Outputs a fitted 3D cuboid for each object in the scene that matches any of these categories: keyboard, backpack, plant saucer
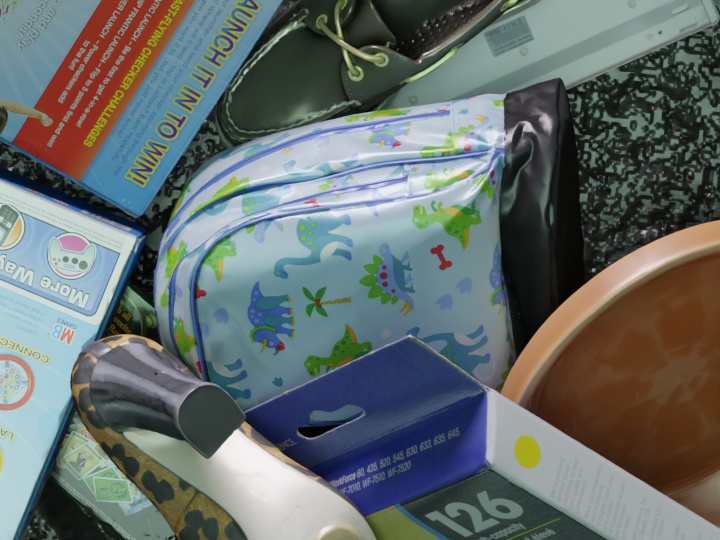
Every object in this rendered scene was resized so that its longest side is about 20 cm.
[{"bbox_3d":[0.077,-0.110,1.225,0.200,0.011,0.056,-24,88,3],"label":"keyboard"},{"bbox_3d":[0.000,0.000,1.175,0.200,0.154,0.163,4,122,13],"label":"backpack"},{"bbox_3d":[0.154,0.055,1.168,0.200,0.032,0.201,-15,133,-17],"label":"plant saucer"}]

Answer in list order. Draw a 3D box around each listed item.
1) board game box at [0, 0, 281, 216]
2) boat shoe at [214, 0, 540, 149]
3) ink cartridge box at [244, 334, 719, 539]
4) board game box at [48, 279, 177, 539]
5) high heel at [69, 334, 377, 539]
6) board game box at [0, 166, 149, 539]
[{"bbox_3d":[-0.136,-0.159,1.151,0.196,0.056,0.200,30,106,-18],"label":"board game box"},{"bbox_3d":[0.012,-0.122,1.193,0.202,0.060,0.072,-32,82,3],"label":"boat shoe"},{"bbox_3d":[0.040,0.120,1.134,0.200,0.198,0.047,31,58,-23],"label":"ink cartridge box"},{"bbox_3d":[-0.146,0.047,1.234,0.200,0.023,0.105,41,96,-3],"label":"board game box"},{"bbox_3d":[-0.059,0.115,1.137,0.071,0.143,0.200,-38,114,-19],"label":"high heel"},{"bbox_3d":[-0.231,0.034,1.195,0.200,0.056,0.196,23,95,-1],"label":"board game box"}]
